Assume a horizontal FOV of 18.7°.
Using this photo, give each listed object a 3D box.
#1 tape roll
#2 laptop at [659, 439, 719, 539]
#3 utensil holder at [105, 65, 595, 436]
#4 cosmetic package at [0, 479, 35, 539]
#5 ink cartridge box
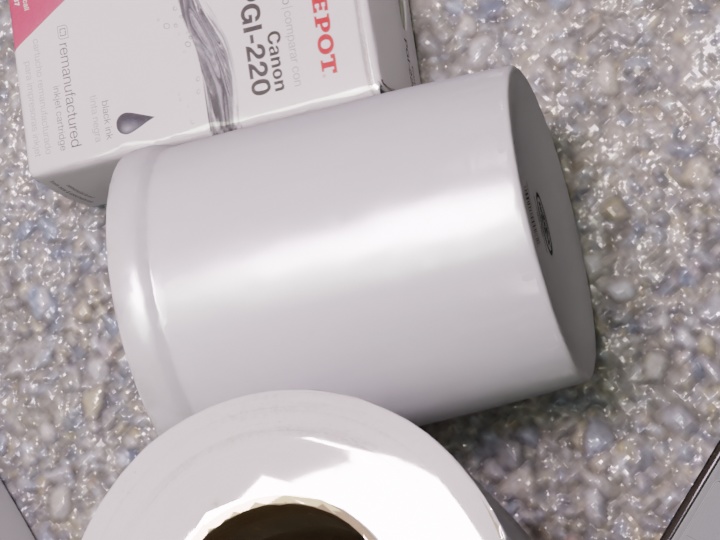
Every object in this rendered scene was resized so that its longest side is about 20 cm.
[{"bbox_3d":[-0.017,0.166,0.974,0.202,0.139,0.204,-5,72,14],"label":"tape roll"},{"bbox_3d":[0.230,0.178,1.000,0.188,0.200,0.116,-59,37,2],"label":"laptop"},{"bbox_3d":[0.000,0.000,1.072,0.199,0.170,0.171,-14,78,13],"label":"utensil holder"},{"bbox_3d":[-0.227,0.176,1.165,0.113,0.081,0.201,-34,73,11],"label":"cosmetic package"},{"bbox_3d":[-0.078,-0.129,1.155,0.199,0.085,0.146,-12,77,14],"label":"ink cartridge box"}]
